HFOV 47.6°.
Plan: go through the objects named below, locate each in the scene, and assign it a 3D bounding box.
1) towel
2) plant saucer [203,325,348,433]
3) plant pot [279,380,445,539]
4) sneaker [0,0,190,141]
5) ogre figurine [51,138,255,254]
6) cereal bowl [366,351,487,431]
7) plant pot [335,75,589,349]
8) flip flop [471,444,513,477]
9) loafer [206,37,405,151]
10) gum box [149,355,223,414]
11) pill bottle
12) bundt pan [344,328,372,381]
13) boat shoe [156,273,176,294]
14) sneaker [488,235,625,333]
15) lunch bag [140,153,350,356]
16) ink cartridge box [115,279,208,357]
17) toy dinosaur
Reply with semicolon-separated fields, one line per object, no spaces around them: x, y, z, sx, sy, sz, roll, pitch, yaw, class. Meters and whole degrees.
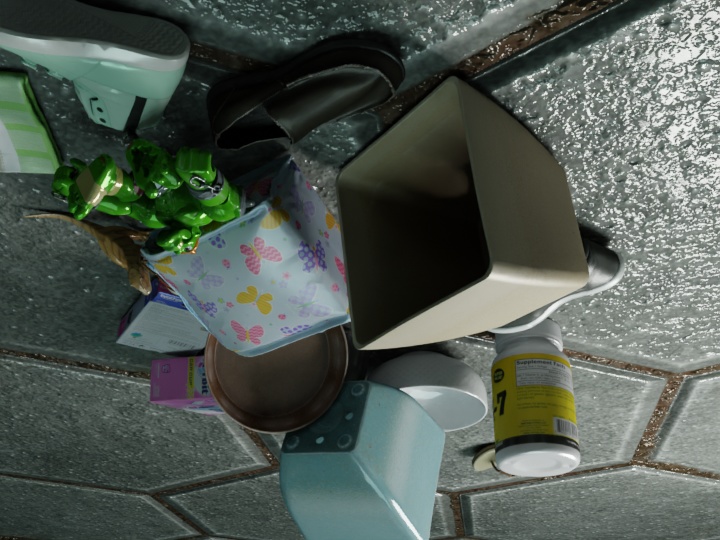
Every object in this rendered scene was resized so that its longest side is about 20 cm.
-0.415;-0.146;0.817;0.199;0.031;0.149;3;151;0;towel
-0.115;0.117;1.103;0.199;0.201;0.034;16;173;-21;plant saucer
-0.012;0.264;1.174;0.195;0.196;0.200;-7;136;25;plant pot
-0.258;-0.174;0.704;0.199;0.074;0.118;11;143;-19;sneaker
-0.187;-0.075;0.773;0.199;0.099;0.120;-24;153;28;ogre figurine
0.100;0.184;1.281;0.199;0.084;0.200;3;150;2;cereal bowl
0.109;-0.036;0.815;0.176;0.201;0.200;11;151;-35;plant pot
0.316;0.380;1.623;0.199;0.058;0.081;-12;147;23;flip flop
-0.052;-0.147;0.740;0.199;0.072;0.073;-12;147;25;loafer
-0.230;0.185;1.291;0.113;0.067;0.200;-6;163;16;gum box
0.240;0.174;1.137;0.114;0.201;0.114;2;150;1;pill bottle
-0.083;0.155;1.258;0.201;0.076;0.202;3;151;1;bundt pan
-0.159;-0.003;1.005;0.199;0.072;0.063;1;147;12;boat shoe
0.209;0.009;0.994;0.200;0.071;0.099;-29;135;34;sneaker
-0.120;-0.008;0.896;0.199;0.127;0.170;-24;118;26;lunch bag
-0.261;0.068;1.159;0.119;0.042;0.200;17;150;-25;ink cartridge box
-0.289;-0.036;0.956;0.200;0.061;0.106;29;-176;33;toy dinosaur
